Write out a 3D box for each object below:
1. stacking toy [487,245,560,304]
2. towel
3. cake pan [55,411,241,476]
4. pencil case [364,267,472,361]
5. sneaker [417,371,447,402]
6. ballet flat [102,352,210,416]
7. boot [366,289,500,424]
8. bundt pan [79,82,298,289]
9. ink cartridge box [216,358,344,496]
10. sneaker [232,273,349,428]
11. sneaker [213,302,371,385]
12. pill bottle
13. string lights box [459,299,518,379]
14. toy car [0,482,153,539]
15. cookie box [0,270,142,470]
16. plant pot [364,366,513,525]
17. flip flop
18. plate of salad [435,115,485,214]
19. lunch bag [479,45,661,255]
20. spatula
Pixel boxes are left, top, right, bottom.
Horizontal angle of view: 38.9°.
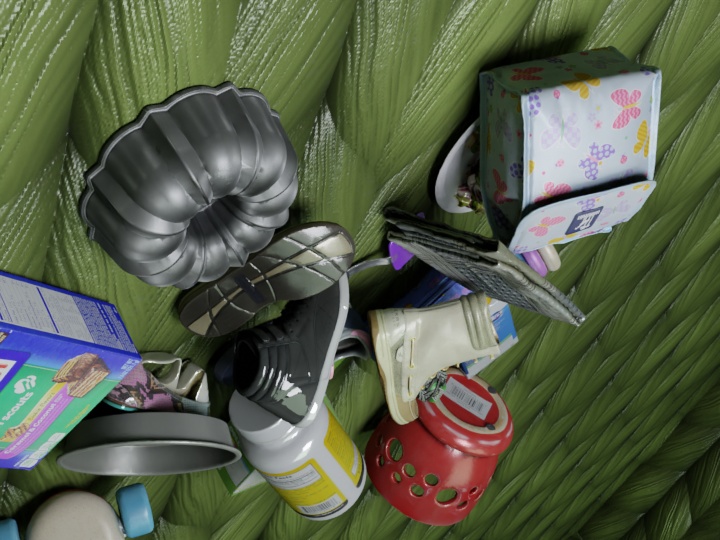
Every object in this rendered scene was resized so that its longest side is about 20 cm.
[{"bbox_3d":[0.170,0.011,1.393,0.199,0.086,0.085,-33,154,4],"label":"stacking toy"},{"bbox_3d":[0.134,0.000,1.152,0.200,0.192,0.035,35,82,-41],"label":"towel"},{"bbox_3d":[-0.230,0.191,1.113,0.198,0.037,0.201,-3,160,-1],"label":"cake pan"},{"bbox_3d":[0.086,0.046,1.327,0.200,0.078,0.087,-40,164,5],"label":"pencil case"},{"bbox_3d":[0.090,0.139,1.443,0.078,0.085,0.200,-42,164,2],"label":"sneaker"},{"bbox_3d":[-0.210,0.129,1.118,0.072,0.069,0.200,-63,153,-6],"label":"ballet flat"},{"bbox_3d":[0.097,0.109,1.251,0.153,0.072,0.201,-13,136,1],"label":"boot"},{"bbox_3d":[-0.137,-0.059,0.888,0.201,0.076,0.203,-29,153,-16],"label":"bundt pan"},{"bbox_3d":[-0.091,0.198,1.311,0.147,0.076,0.200,-17,159,-37],"label":"ink cartridge box"},{"bbox_3d":[-0.076,0.057,1.084,0.099,0.202,0.070,24,159,-35],"label":"sneaker"},{"bbox_3d":[-0.075,0.101,1.209,0.199,0.082,0.070,-24,151,-26],"label":"sneaker"},{"bbox_3d":[-0.075,0.203,1.199,0.111,0.111,0.201,-35,137,-5],"label":"pill bottle"},{"bbox_3d":[0.171,0.083,1.515,0.102,0.059,0.200,-37,154,-3],"label":"string lights box"},{"bbox_3d":[-0.344,0.353,1.243,0.183,0.179,0.200,-13,176,-18],"label":"toy car"},{"bbox_3d":[-0.322,0.092,0.895,0.171,0.075,0.200,-43,152,12],"label":"cookie box"},{"bbox_3d":[0.127,0.266,1.597,0.199,0.201,0.183,-10,139,-43],"label":"plant pot"},{"bbox_3d":[-0.100,0.002,1.052,0.199,0.058,0.081,-29,123,13],"label":"flip flop"},{"bbox_3d":[0.173,-0.134,1.187,0.199,0.048,0.201,-30,153,-17],"label":"plate of salad"},{"bbox_3d":[0.223,-0.119,1.089,0.168,0.127,0.202,-12,121,-16],"label":"lunch bag"},{"bbox_3d":[0.000,0.000,1.210,0.199,0.021,0.057,-30,140,-10],"label":"spatula"}]
